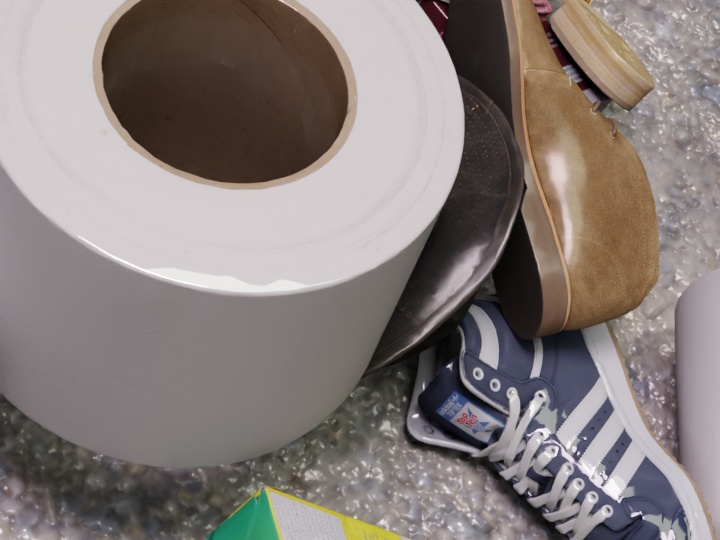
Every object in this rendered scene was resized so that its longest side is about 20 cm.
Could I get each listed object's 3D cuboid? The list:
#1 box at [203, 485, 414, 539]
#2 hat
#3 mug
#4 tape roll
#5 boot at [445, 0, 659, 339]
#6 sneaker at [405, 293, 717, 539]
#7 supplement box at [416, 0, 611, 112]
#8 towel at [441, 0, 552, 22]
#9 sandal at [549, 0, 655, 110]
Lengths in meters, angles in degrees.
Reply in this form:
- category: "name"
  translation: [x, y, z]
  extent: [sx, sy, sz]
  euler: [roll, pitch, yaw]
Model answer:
- category: "box"
  translation: [0.027, 0.175, 0.958]
  extent: [0.200, 0.048, 0.118]
  euler: [24, 35, -39]
- category: "hat"
  translation: [0.000, 0.000, 1.066]
  extent: [0.081, 0.200, 0.201]
  euler: [53, 36, -46]
- category: "mug"
  translation: [0.242, 0.100, 1.106]
  extent: [0.186, 0.150, 0.154]
  euler: [17, 62, -9]
- category: "tape roll"
  translation: [-0.070, -0.037, 0.917]
  extent: [0.202, 0.139, 0.204]
  euler: [8, 55, -12]
- category: "boot"
  translation: [0.093, -0.069, 1.080]
  extent: [0.075, 0.074, 0.201]
  euler: [-9, 82, -20]
- category: "sneaker"
  translation: [0.093, 0.095, 1.072]
  extent: [0.108, 0.070, 0.201]
  euler: [-2, 55, -33]
- category: "supplement box"
  translation: [0.035, -0.141, 1.175]
  extent: [0.200, 0.061, 0.109]
  euler: [51, 29, 9]
- category: "towel"
  translation: [0.006, -0.203, 1.132]
  extent: [0.199, 0.023, 0.144]
  euler: [16, 40, -40]
- category: "sandal"
  translation: [0.120, -0.183, 1.222]
  extent: [0.078, 0.070, 0.212]
  euler: [28, 25, -50]
